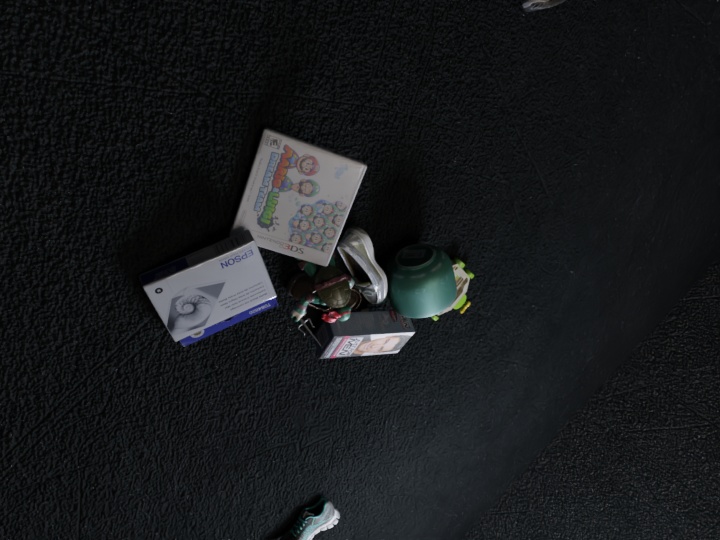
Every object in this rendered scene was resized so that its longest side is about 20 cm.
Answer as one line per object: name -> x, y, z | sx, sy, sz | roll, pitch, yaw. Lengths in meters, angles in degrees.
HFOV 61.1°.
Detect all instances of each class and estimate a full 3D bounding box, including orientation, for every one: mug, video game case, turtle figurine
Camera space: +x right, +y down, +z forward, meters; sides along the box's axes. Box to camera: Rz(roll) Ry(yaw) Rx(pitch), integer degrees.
mug -> 0.115, 0.020, 1.334 | 0.185, 0.152, 0.115 | -29, 126, -19
video game case -> -0.108, -0.120, 1.041 | 0.181, 0.024, 0.201 | 17, 112, -15
turtle figurine -> -0.063, 0.028, 1.144 | 0.149, 0.201, 0.101 | -19, 175, -37

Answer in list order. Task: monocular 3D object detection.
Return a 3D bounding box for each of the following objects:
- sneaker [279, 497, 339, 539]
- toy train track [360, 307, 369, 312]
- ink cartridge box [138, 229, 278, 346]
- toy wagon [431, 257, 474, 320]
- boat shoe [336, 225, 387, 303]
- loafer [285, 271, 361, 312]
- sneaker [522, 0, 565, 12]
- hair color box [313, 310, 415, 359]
sneaker -> -0.157, 0.717, 1.730 | 0.200, 0.078, 0.091 | -31, 122, -26
toy train track -> 0.041, 0.135, 1.453 | 0.200, 0.033, 0.115 | -15, 130, -36
ink cartridge box -> -0.252, 0.047, 1.068 | 0.199, 0.041, 0.200 | -25, 137, -10
toy wagon -> 0.223, 0.055, 1.555 | 0.155, 0.040, 0.200 | -50, 142, 2
boat shoe -> 0.001, 0.000, 1.262 | 0.065, 0.074, 0.202 | -48, 141, -29
loafer -> -0.066, 0.060, 1.260 | 0.200, 0.071, 0.073 | 12, 113, -47
sneaker -> 0.386, -0.568, 1.184 | 0.200, 0.076, 0.077 | -37, 118, -15
hair color box -> 0.008, 0.141, 1.348 | 0.199, 0.061, 0.099 | -1, 145, -27
